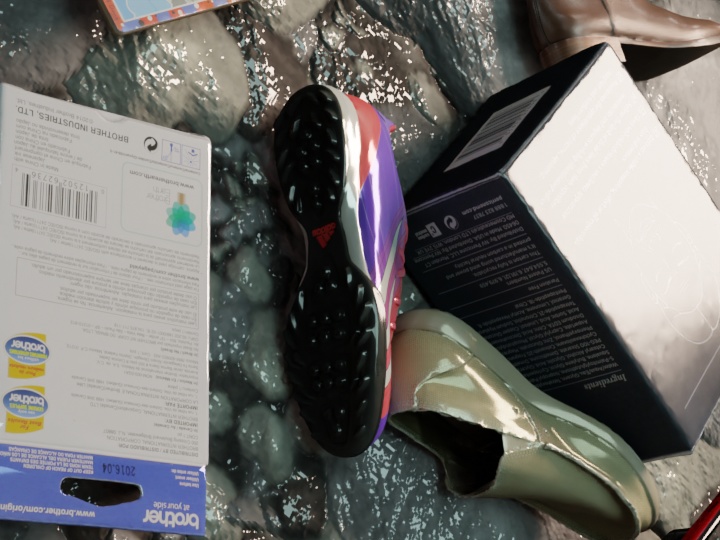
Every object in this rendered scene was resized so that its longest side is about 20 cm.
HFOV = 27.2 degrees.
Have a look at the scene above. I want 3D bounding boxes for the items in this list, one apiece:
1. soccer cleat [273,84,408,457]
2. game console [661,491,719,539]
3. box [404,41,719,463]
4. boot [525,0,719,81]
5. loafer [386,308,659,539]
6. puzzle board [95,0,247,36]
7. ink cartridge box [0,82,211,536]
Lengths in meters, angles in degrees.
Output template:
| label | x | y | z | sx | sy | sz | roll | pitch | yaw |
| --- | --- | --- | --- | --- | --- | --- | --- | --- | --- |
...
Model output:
| label | x | y | z | sx | sy | sz | roll | pitch | yaw |
| --- | --- | --- | --- | --- | --- | --- | --- | --- | --- |
| soccer cleat | 0.000 | 0.000 | 0.802 | 0.073 | 0.068 | 0.201 | 10 | 68 | -47 |
| game console | 0.193 | 0.226 | 0.858 | 0.200 | 0.118 | 0.173 | -38 | 101 | -41 |
| box | 0.134 | -0.005 | 0.890 | 0.200 | 0.107 | 0.149 | 53 | 49 | -13 |
| boot | 0.166 | -0.233 | 1.027 | 0.186 | 0.064 | 0.201 | -10 | 79 | -41 |
| loafer | 0.083 | 0.103 | 0.838 | 0.200 | 0.076 | 0.069 | 37 | 56 | -15 |
| puzzle board | -0.114 | -0.229 | 0.785 | 0.150 | 0.017 | 0.201 | -25 | 87 | -44 |
| ink cartridge box | -0.127 | 0.022 | 0.698 | 0.119 | 0.042 | 0.201 | 13 | 65 | -38 |
